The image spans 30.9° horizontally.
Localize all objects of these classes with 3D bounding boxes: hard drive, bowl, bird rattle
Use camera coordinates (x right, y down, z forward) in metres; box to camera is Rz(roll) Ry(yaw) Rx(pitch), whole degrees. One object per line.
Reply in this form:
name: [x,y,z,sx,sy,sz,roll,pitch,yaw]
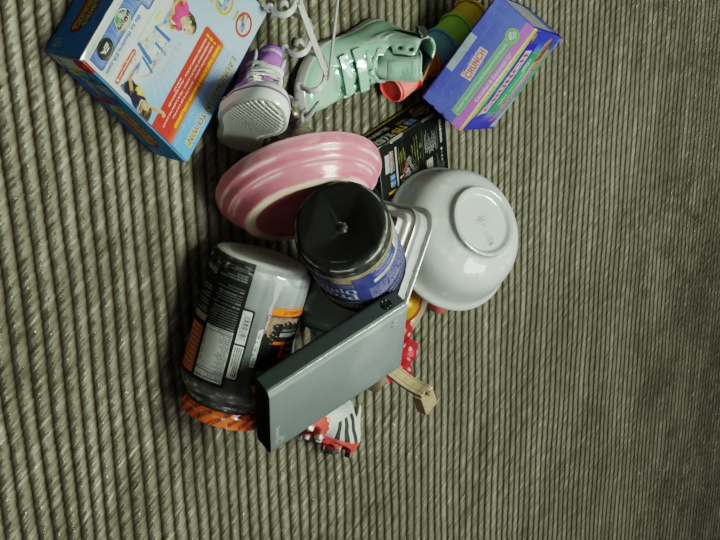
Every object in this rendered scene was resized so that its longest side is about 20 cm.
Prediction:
hard drive: [-0.035,0.118,1.519,0.199,0.033,0.140,-31,151,-23]
bowl: [0.140,-0.054,1.744,0.200,0.090,0.203,9,71,-27]
bird rattle: [0.046,0.067,1.788,0.164,0.112,0.200,-56,141,-2]

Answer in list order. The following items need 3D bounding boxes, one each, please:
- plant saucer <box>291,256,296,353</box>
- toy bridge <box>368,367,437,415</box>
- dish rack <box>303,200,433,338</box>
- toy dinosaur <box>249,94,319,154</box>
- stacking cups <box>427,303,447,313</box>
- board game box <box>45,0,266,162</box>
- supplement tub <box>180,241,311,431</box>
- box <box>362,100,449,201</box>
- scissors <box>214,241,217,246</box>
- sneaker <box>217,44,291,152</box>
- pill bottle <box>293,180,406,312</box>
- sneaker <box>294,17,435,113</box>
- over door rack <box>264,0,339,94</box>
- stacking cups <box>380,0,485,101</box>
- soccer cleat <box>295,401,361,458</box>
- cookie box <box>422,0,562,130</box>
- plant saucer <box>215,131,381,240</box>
plant saucer: [-0.102,0.086,1.674,0.070,0.019,0.202,-26,126,-65]
toy bridge: [0.014,0.130,1.710,0.027,0.199,0.068,-47,137,-29]
dish rack: [0.000,0.000,1.675,0.043,0.171,0.202,25,82,-40]
toy dinosaur: [-0.069,-0.134,1.565,0.200,0.102,0.077,46,63,-55]
stacking cups: [0.114,0.013,1.880,0.061,0.060,0.200,-59,164,-21]
board game box: [-0.207,-0.251,1.368,0.201,0.056,0.196,-64,145,-16]
supplement tub: [-0.139,0.077,1.530,0.122,0.122,0.202,2,108,-55]
box: [0.063,-0.114,1.816,0.159,0.049,0.201,-36,131,-40]
scissors: [-0.147,0.041,1.613,0.073,0.014,0.202,-33,127,-42]
sneaker: [-0.112,-0.206,1.439,0.072,0.200,0.115,20,80,-15]
pill bottle: [-0.006,-0.018,1.519,0.113,0.111,0.200,-65,164,-13]
sneaker: [0.011,-0.253,1.624,0.200,0.118,0.074,-43,137,-36]
over door rack: [-0.058,-0.331,1.534,0.148,0.066,0.201,68,35,-56]
stacking cups: [0.098,-0.301,1.777,0.200,0.060,0.061,-42,135,-35]
soccer cleat: [-0.050,0.194,1.767,0.200,0.068,0.086,40,59,-59]
cookie box: [0.184,-0.281,1.794,0.172,0.075,0.200,-52,169,17]
plant saucer: [-0.067,-0.090,1.518,0.200,0.200,0.051,16,50,-56]
